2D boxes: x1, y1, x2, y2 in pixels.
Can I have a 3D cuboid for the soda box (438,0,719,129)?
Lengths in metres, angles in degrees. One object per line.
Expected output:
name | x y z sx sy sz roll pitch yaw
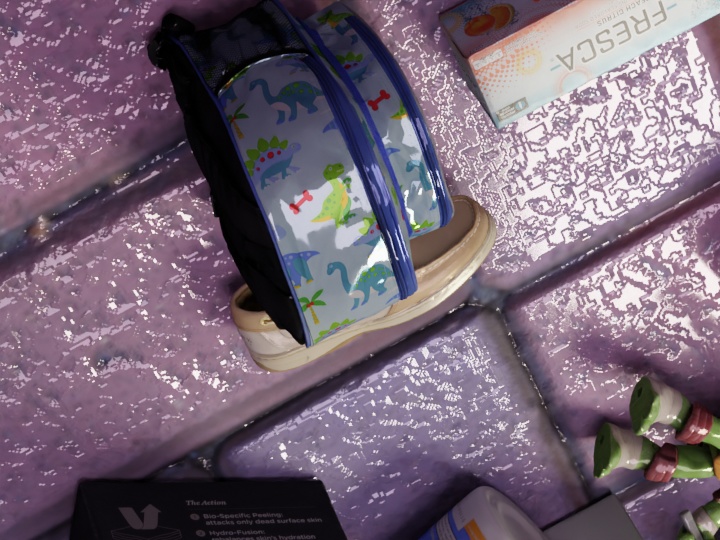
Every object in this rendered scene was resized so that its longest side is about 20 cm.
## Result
soda box | 0.159 -0.179 1.378 0.200 0.064 0.069 -27 129 0

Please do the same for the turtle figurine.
turtle figurine | 0.289 0.175 1.608 0.193 0.144 0.201 20 77 -13

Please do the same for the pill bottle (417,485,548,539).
pill bottle | 0.061 0.276 1.630 0.200 0.112 0.112 -42 127 12

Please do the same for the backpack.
backpack | -0.027 -0.066 1.300 0.147 0.200 0.183 -23 128 -4

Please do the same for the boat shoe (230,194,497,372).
boat shoe | 0.000 0.000 1.437 0.200 0.074 0.069 -30 134 2

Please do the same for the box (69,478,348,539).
box | -0.103 0.257 1.498 0.196 0.200 0.118 2 122 -21

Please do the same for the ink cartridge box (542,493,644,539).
ink cartridge box | 0.172 0.293 1.626 0.173 0.200 0.044 -28 131 -1
